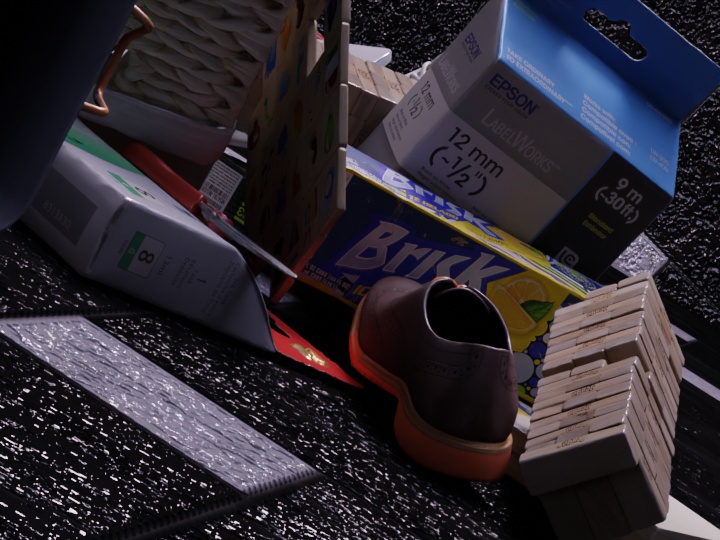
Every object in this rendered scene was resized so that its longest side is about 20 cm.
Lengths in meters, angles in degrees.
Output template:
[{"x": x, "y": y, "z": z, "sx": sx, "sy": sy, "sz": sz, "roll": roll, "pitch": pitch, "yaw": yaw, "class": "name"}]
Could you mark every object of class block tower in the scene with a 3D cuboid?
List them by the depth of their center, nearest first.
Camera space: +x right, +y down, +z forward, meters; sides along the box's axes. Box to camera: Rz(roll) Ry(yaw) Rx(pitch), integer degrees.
[{"x": 0.122, "y": 0.069, "z": 1.294, "sx": 0.200, "sy": 0.054, "sz": 0.058, "roll": -63, "pitch": 131, "yaw": -67, "class": "block tower"}, {"x": 0.012, "y": -0.084, "z": 1.532, "sx": 0.199, "sy": 0.058, "sz": 0.054, "roll": 22, "pitch": 23, "yaw": -21, "class": "block tower"}]

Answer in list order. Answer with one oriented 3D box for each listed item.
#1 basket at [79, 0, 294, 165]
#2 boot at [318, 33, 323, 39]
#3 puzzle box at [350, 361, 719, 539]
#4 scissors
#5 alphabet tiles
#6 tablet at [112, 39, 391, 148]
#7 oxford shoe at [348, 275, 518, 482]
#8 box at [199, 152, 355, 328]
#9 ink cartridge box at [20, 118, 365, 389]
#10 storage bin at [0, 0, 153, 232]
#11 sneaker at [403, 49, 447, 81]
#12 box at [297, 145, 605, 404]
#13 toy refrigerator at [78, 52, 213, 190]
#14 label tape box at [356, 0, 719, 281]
[{"x": -0.134, "y": -0.192, "z": 1.389, "sx": 0.197, "sy": 0.161, "sz": 0.200, "roll": 21, "pitch": 28, "yaw": -17, "class": "basket"}, {"x": -0.045, "y": -0.266, "z": 3.398, "sx": 0.144, "sy": 0.073, "sz": 0.200, "roll": 38, "pitch": 5, "yaw": 37, "class": "boot"}, {"x": 0.100, "y": 0.099, "z": 1.402, "sx": 0.200, "sy": 0.026, "sz": 0.133, "roll": 35, "pitch": 8, "yaw": 29, "class": "puzzle box"}, {"x": -0.078, "y": -0.029, "z": 1.292, "sx": 0.073, "sy": 0.014, "sz": 0.200, "roll": 47, "pitch": -5, "yaw": -16, "class": "scissors"}, {"x": -0.035, "y": -0.072, "z": 1.372, "sx": 0.007, "sy": 0.168, "sz": 0.200, "roll": 6, "pitch": -22, "yaw": -14, "class": "alphabet tiles"}, {"x": -0.091, "y": -0.122, "z": 1.656, "sx": 0.199, "sy": 0.014, "sz": 0.130, "roll": 13, "pitch": 38, "yaw": 40, "class": "tablet"}, {"x": 0.044, "y": 0.035, "z": 1.307, "sx": 0.071, "sy": 0.073, "sz": 0.200, "roll": 11, "pitch": 17, "yaw": -17, "class": "oxford shoe"}, {"x": 0.000, "y": 0.000, "z": 1.616, "sx": 0.200, "sy": 0.048, "sz": 0.193, "roll": 34, "pitch": 5, "yaw": 32, "class": "box"}, {"x": -0.095, "y": -0.020, "z": 1.304, "sx": 0.199, "sy": 0.050, "sz": 0.161, "roll": 22, "pitch": 11, "yaw": -44, "class": "ink cartridge box"}, {"x": -0.173, "y": -0.125, "z": 1.143, "sx": 0.145, "sy": 0.201, "sz": 0.134, "roll": 28, "pitch": -3, "yaw": -24, "class": "storage bin"}, {"x": 0.043, "y": -0.103, "z": 1.595, "sx": 0.087, "sy": 0.199, "sz": 0.075, "roll": 81, "pitch": -11, "yaw": -54, "class": "sneaker"}, {"x": 0.049, "y": 0.005, "z": 1.441, "sx": 0.199, "sy": 0.070, "sz": 0.064, "roll": 28, "pitch": 12, "yaw": -21, "class": "box"}, {"x": -0.175, "y": -0.103, "z": 1.470, "sx": 0.199, "sy": 0.070, "sz": 0.076, "roll": 30, "pitch": 7, "yaw": -8, "class": "toy refrigerator"}, {"x": 0.099, "y": -0.067, "z": 1.488, "sx": 0.143, "sy": 0.200, "sz": 0.066, "roll": 36, "pitch": 19, "yaw": -24, "class": "label tape box"}]
